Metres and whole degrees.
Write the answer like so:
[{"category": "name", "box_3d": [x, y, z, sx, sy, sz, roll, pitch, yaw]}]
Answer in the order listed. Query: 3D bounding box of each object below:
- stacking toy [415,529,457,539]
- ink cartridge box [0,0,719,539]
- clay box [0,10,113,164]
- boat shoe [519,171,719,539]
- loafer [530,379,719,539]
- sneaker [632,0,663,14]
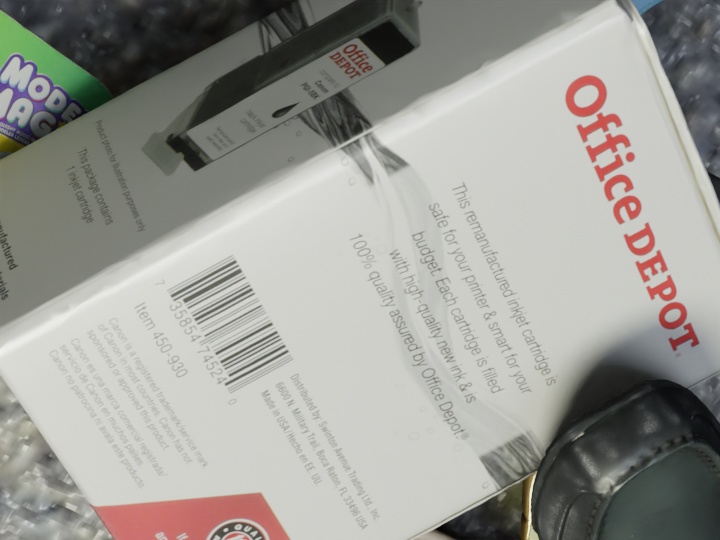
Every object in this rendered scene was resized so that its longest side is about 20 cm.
[{"category": "stacking toy", "box_3d": [0.020, 0.185, 0.846, 0.146, 0.200, 0.146, -9, 116, -19]}, {"category": "ink cartridge box", "box_3d": [0.000, 0.000, 0.767, 0.200, 0.083, 0.147, -28, 129, 0]}, {"category": "clay box", "box_3d": [-0.175, -0.006, 0.771, 0.115, 0.048, 0.200, 36, 94, -33]}, {"category": "boat shoe", "box_3d": [0.091, 0.057, 0.884, 0.065, 0.073, 0.200, 5, 114, 11]}, {"category": "loafer", "box_3d": [0.100, 0.100, 0.806, 0.068, 0.070, 0.201, -30, 147, -6]}, {"category": "sneaker", "box_3d": [0.100, -0.141, 0.821, 0.200, 0.078, 0.090, -46, 137, 8]}]
